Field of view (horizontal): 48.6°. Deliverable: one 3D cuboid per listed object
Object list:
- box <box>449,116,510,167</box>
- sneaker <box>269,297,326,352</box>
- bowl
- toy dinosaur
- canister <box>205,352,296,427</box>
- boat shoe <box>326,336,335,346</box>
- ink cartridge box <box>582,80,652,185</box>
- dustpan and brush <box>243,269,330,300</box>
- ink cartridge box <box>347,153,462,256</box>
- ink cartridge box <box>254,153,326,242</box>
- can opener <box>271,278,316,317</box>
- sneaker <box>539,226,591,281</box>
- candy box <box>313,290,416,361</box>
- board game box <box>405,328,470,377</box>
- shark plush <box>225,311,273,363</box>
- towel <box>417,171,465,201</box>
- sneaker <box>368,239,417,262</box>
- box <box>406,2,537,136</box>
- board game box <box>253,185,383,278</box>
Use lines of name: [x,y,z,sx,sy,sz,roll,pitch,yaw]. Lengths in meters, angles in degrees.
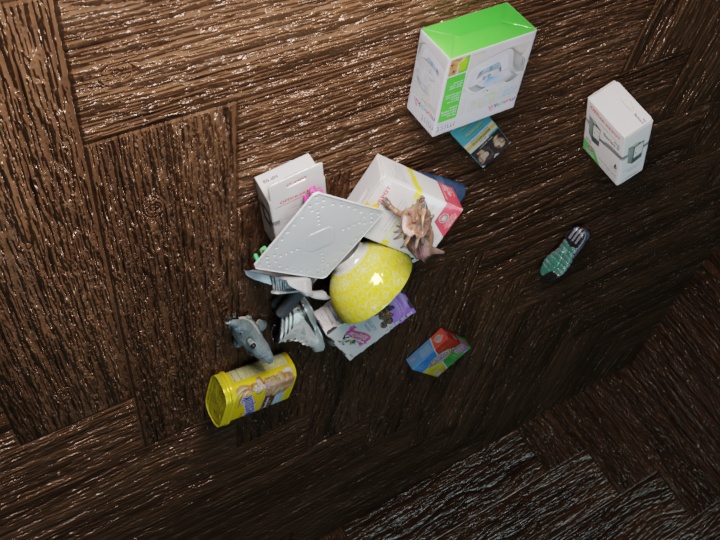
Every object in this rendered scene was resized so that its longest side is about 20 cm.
box: [0.237,-0.289,1.646,0.082,0.049,0.199,-42,151,13]
sneaker: [-0.152,0.141,1.848,0.114,0.076,0.202,-28,142,-10]
bowl: [0.000,0.000,1.660,0.199,0.201,0.108,-40,113,9]
toy dinosaur: [0.110,-0.068,1.521,0.084,0.137,0.201,-24,132,8]
canister: [-0.263,0.285,1.927,0.197,0.087,0.150,-17,147,-33]
boat shoe: [-0.046,0.103,1.906,0.065,0.073,0.201,-1,136,-39]
ink cartridge box: [0.607,-0.325,1.893,0.083,0.147,0.201,-30,151,-4]
dustpan and brush: [-0.129,0.034,1.641,0.198,0.138,0.059,0,98,-47]
ink cartridge box: [0.083,-0.126,1.613,0.197,0.084,0.146,20,124,-27]
ink cartridge box: [-0.125,-0.135,1.465,0.114,0.067,0.201,-26,151,-15]
can opener: [-0.118,0.024,1.724,0.066,0.053,0.200,14,125,-50]
sneaker: [0.627,-0.045,2.414,0.087,0.075,0.201,-6,139,-50]
candy box: [0.012,0.096,1.824,0.198,0.072,0.168,-36,148,1]
board game box: [0.245,0.259,2.485,0.153,0.041,0.199,-43,151,13]
shark plush: [-0.238,0.136,1.732,0.090,0.084,0.201,-28,151,-11]
towel: [0.141,-0.162,1.733,0.198,0.049,0.112,6,133,-49]
sneaker: [0.085,-0.058,1.801,0.198,0.074,0.112,-34,153,1]
box: [0.196,-0.364,1.444,0.197,0.097,0.178,-23,147,-24]
board game box: [-0.080,-0.068,1.508,0.198,0.026,0.200,9,132,-49]
